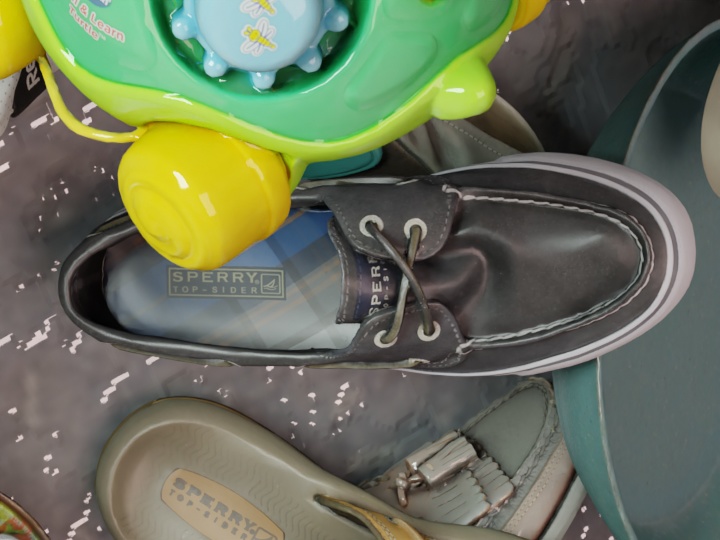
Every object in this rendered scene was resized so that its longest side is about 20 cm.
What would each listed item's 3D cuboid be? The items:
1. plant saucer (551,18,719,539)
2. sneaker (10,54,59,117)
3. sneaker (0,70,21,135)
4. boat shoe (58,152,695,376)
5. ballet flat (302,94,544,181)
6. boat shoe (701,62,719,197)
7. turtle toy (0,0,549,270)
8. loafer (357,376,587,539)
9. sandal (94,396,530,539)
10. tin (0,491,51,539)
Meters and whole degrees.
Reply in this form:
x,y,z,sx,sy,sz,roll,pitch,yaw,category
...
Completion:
x,y,z,sx,sy,sz,roll,pitch,yaw,category
0.113,0.013,1.023,0.200,0.036,0.201,-8,99,-57,plant saucer
-0.122,-0.065,0.888,0.200,0.088,0.074,-37,119,-13,sneaker
-0.141,-0.057,0.758,0.080,0.200,0.147,-18,120,27,sneaker
0.000,0.000,0.920,0.199,0.066,0.070,2,98,18,boat shoe
0.008,-0.048,0.984,0.200,0.067,0.064,36,61,-32,ballet flat
0.177,-0.106,1.009,0.071,0.062,0.201,48,58,-43,boat shoe
-0.040,-0.106,0.734,0.146,0.200,0.101,-41,162,-27,turtle toy
0.001,0.110,1.023,0.063,0.072,0.200,41,89,-24,loafer
0.001,0.104,0.970,0.199,0.054,0.081,28,91,6,sandal
-0.178,0.142,0.918,0.200,0.112,0.042,-33,159,-13,tin
